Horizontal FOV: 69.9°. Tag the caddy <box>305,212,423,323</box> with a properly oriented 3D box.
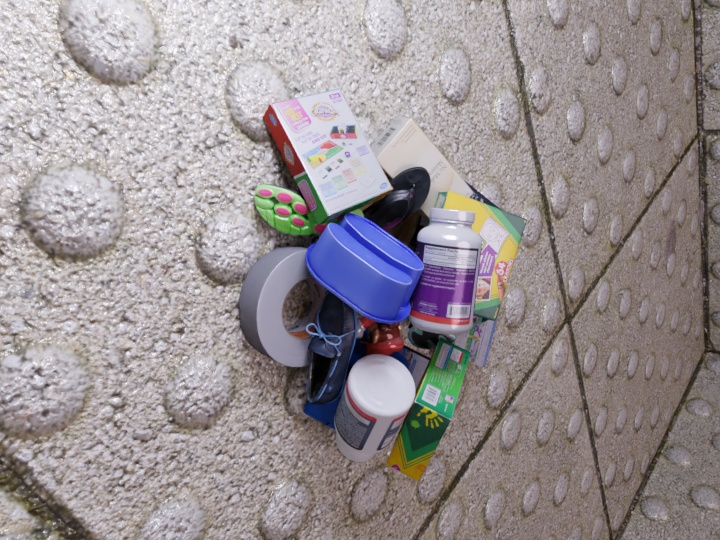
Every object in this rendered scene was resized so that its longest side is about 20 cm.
[{"bbox_3d":[0.005,0.002,0.835,0.106,0.199,0.141,-60,169,31],"label":"caddy"}]

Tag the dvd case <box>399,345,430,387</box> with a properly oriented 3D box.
[{"bbox_3d":[0.107,0.254,1.173,0.199,0.017,0.145,31,77,-41],"label":"dvd case"}]

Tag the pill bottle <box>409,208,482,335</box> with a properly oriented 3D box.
[{"bbox_3d":[0.145,0.000,0.875,0.111,0.111,0.205,-1,99,-42],"label":"pill bottle"}]

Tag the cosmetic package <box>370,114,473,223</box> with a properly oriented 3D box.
[{"bbox_3d":[0.112,-0.185,0.983,0.199,0.073,0.104,40,93,-27],"label":"cosmetic package"}]

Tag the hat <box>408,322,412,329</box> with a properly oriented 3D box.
[{"bbox_3d":[0.132,0.030,1.096,0.201,0.080,0.202,-45,159,-22],"label":"hat"}]

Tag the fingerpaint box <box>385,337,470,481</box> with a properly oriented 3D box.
[{"bbox_3d":[0.132,0.256,0.966,0.200,0.072,0.169,-50,162,-58],"label":"fingerpaint box"}]

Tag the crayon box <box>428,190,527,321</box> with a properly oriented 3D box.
[{"bbox_3d":[0.201,-0.026,0.971,0.169,0.058,0.204,16,94,-16],"label":"crayon box"}]

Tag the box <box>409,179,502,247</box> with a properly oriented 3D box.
[{"bbox_3d":[0.219,-0.095,1.149,0.198,0.106,0.151,23,82,-44],"label":"box"}]

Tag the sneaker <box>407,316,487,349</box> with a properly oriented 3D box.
[{"bbox_3d":[0.181,0.094,1.092,0.197,0.140,0.079,-22,102,-5],"label":"sneaker"}]

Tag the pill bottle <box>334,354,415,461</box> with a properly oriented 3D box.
[{"bbox_3d":[0.016,0.256,0.926,0.118,0.120,0.202,-25,148,-36],"label":"pill bottle"}]

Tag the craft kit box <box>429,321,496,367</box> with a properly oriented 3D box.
[{"bbox_3d":[0.268,0.129,1.283,0.196,0.048,0.204,19,85,-46],"label":"craft kit box"}]

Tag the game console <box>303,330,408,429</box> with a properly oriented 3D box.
[{"bbox_3d":[-0.003,0.231,1.054,0.199,0.117,0.173,39,42,-34],"label":"game console"}]

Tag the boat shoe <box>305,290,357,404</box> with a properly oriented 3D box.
[{"bbox_3d":[-0.051,0.132,0.868,0.068,0.083,0.205,-5,100,-53],"label":"boat shoe"}]

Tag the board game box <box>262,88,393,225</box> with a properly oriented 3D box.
[{"bbox_3d":[-0.051,-0.195,0.862,0.152,0.040,0.203,-26,87,-36],"label":"board game box"}]

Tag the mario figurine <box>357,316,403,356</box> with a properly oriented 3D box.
[{"bbox_3d":[0.032,0.068,0.967,0.121,0.106,0.204,6,103,-9],"label":"mario figurine"}]

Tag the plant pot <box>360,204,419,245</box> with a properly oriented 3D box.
[{"bbox_3d":[0.045,-0.123,1.036,0.198,0.027,0.205,-9,103,-41],"label":"plant pot"}]

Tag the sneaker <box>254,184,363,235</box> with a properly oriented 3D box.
[{"bbox_3d":[-0.091,-0.107,0.889,0.197,0.084,0.078,12,120,-29],"label":"sneaker"}]

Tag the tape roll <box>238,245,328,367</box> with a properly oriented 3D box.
[{"bbox_3d":[-0.111,0.061,0.900,0.198,0.066,0.205,-10,105,-40],"label":"tape roll"}]

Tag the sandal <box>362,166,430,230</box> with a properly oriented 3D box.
[{"bbox_3d":[0.053,-0.104,0.938,0.200,0.048,0.075,-41,119,14],"label":"sandal"}]
